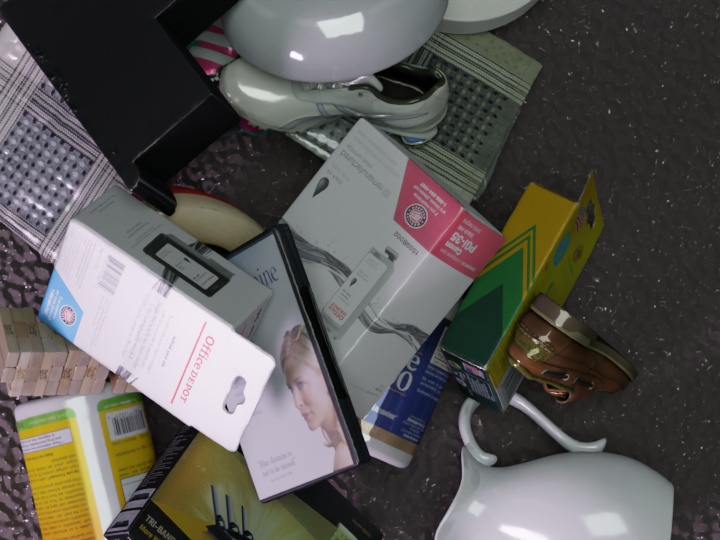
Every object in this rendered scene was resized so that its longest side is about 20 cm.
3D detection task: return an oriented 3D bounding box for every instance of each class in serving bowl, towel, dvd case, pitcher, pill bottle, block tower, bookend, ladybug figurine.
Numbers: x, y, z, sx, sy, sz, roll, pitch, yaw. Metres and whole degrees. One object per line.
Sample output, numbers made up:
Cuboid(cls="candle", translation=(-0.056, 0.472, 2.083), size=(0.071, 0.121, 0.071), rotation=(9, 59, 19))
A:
Cuboid(cls="serving bowl", translation=(-0.026, -0.251, 1.492), size=(0.198, 0.066, 0.201), rotation=(-4, 52, 5))
Cuboid(cls="towel", translation=(0.043, -0.155, 1.592), size=(0.199, 0.035, 0.193), rotation=(30, 66, 0))
Cuboid(cls="dvd case", translation=(-0.070, 0.078, 1.435), size=(0.017, 0.142, 0.201), rotation=(-14, 81, -40))
Cuboid(cls="pitcher", translation=(0.175, 0.192, 1.565), size=(0.198, 0.121, 0.173), rotation=(6, 71, 8))
Cuboid(cls="pill bottle", translation=(-0.224, 0.201, 1.536), size=(0.110, 0.111, 0.201), rotation=(-13, 88, -4))
Cuboid(cls="pill bottle", translation=(0.031, 0.061, 1.558), size=(0.110, 0.111, 0.201), rotation=(24, 86, -1))
Cuboid(cls="block tower", translation=(-0.208, 0.066, 1.494), size=(0.199, 0.054, 0.058), rotation=(2, 44, -26))
Cuboid(cls="towel", translation=(-0.258, -0.116, 1.547), size=(0.192, 0.035, 0.200), rotation=(40, 108, 4))
Cuboid(cls="bookend", translation=(-0.150, -0.190, 1.430), size=(0.200, 0.092, 0.199), rotation=(-40, 72, 4))
Cuboid(cls="ladybug figurine", translation=(-0.147, -0.014, 1.534), size=(0.135, 0.200, 0.072), rotation=(-35, 48, 16))

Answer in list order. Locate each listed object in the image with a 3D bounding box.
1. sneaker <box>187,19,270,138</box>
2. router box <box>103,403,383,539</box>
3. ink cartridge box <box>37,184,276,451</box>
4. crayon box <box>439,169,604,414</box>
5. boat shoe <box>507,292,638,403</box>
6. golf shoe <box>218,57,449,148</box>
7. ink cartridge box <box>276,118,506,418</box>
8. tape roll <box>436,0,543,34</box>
Cuboid(cls="sneaker", translation=(-0.106, -0.181, 1.578), size=(0.200, 0.084, 0.121), rotation=(-39, 89, -3))
Cuboid(cls="router box", translation=(-0.096, 0.226, 1.516), size=(0.200, 0.052, 0.158), rotation=(45, 60, -18))
Cuboid(cls="ink cartridge box", translation=(-0.149, 0.039, 1.419), size=(0.199, 0.068, 0.116), rotation=(34, 129, 10))
Cuboid(cls="crayon box", translation=(0.144, 0.012, 1.548), size=(0.051, 0.127, 0.201), rotation=(25, 75, 20))
Cuboid(cls="boat shoe", translation=(0.177, 0.077, 1.538), size=(0.072, 0.200, 0.068), rotation=(38, 93, 34))
Cuboid(cls="golf shoe", translation=(-0.020, -0.162, 1.509), size=(0.198, 0.097, 0.079), rotation=(4, 70, -10))
Cuboid(cls="ink cartridge box", translation=(0.000, 0.000, 1.479), size=(0.200, 0.083, 0.146), rotation=(-51, 55, 7))
Cuboid(cls="tape roll", translation=(0.090, -0.313, 1.605), size=(0.201, 0.037, 0.204), rotation=(1, 77, -5))
